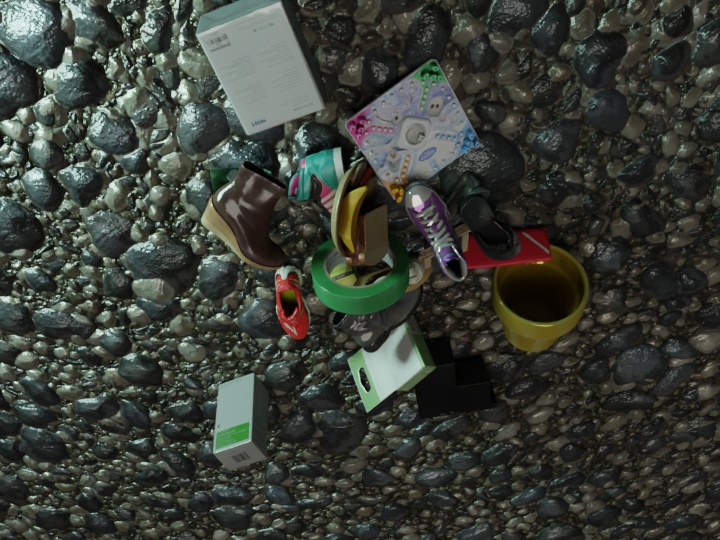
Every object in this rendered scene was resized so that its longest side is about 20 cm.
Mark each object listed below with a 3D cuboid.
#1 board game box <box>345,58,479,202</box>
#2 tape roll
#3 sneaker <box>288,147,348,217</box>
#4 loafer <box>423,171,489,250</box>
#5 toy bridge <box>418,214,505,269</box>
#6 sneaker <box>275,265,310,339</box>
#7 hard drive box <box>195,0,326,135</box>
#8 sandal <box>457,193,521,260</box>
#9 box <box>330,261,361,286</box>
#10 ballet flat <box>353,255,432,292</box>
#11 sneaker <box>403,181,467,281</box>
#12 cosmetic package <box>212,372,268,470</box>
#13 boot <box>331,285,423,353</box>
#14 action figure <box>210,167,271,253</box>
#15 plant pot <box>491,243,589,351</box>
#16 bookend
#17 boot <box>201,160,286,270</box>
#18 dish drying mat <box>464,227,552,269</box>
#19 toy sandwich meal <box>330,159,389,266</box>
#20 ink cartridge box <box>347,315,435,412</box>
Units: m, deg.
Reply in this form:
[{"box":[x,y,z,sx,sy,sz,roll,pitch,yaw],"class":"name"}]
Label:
[{"box":[0.101,-0.249,1.383,0.198,0.026,0.201,-34,127,7],"class":"board game box"},{"box":[0.000,0.000,1.506,0.195,0.203,0.049,-6,132,2],"class":"tape roll"},{"box":[-0.079,-0.145,1.453,0.118,0.085,0.202,-4,135,5],"class":"sneaker"},{"box":[0.187,-0.113,1.527,0.071,0.064,0.201,-6,145,-42],"class":"loafer"},{"box":[0.205,-0.065,1.524,0.197,0.027,0.068,-25,150,-10],"class":"toy bridge"},{"box":[-0.155,0.086,1.647,0.075,0.086,0.203,-7,131,3],"class":"sneaker"},{"box":[-0.162,-0.351,1.272,0.153,0.078,0.202,-16,130,10],"class":"hard drive box"},{"box":[0.258,-0.071,1.484,0.075,0.048,0.200,-43,130,11],"class":"sandal"},{"box":[-0.014,0.064,1.661,0.074,0.051,0.202,-20,129,12],"class":"box"},{"box":[0.078,0.018,1.566,0.197,0.070,0.063,-23,180,-23],"class":"ballet flat"},{"box":[0.151,-0.070,1.420,0.072,0.115,0.202,-31,113,8],"class":"sneaker"},{"box":[-0.283,0.359,1.798,0.106,0.202,0.085,-21,132,11],"class":"cosmetic package"},{"box":[0.040,0.071,1.612,0.201,0.070,0.132,-51,125,-6],"class":"boot"},{"box":[-0.244,-0.112,1.493,0.115,0.055,0.202,4,135,-11],"class":"action figure"},{"box":[0.375,0.076,1.616,0.196,0.204,0.190,-6,147,1],"class":"plant pot"},{"box":[0.223,0.246,1.808,0.194,0.093,0.203,-10,130,2],"class":"bookend"},{"box":[-0.187,-0.098,1.425,0.198,0.073,0.166,33,123,-25],"class":"boot"},{"box":[0.297,-0.047,1.571,0.195,0.079,0.018,-5,161,0],"class":"dish drying mat"},{"box":[0.009,-0.105,1.423,0.069,0.206,0.208,14,136,21],"class":"toy sandwich meal"},{"box":[0.069,0.214,1.732,0.047,0.147,0.200,12,134,-44],"class":"ink cartridge box"}]
